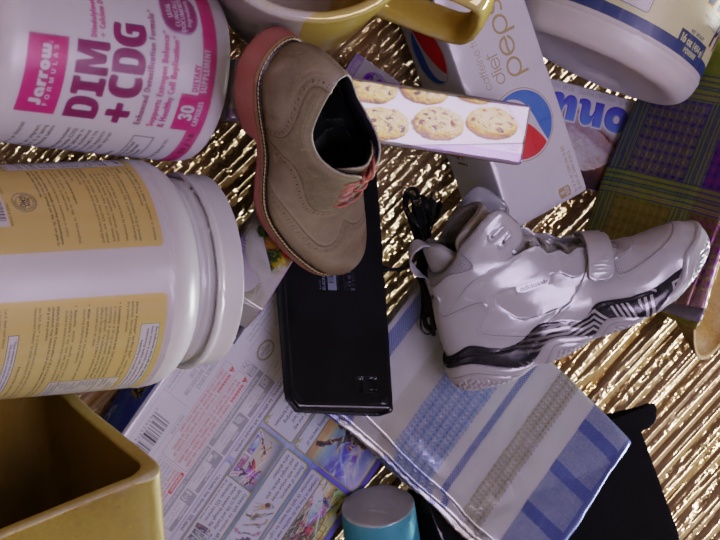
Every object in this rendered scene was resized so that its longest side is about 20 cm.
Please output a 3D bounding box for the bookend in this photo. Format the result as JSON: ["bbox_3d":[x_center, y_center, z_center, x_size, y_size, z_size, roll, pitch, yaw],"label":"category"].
[{"bbox_3d":[0.143,0.223,1.679,0.199,0.092,0.200,-20,89,-25],"label":"bookend"}]

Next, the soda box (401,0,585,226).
[{"bbox_3d":[0.085,-0.133,1.600,0.068,0.064,0.201,-28,111,-21],"label":"soda box"}]

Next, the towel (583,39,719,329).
[{"bbox_3d":[0.225,-0.066,1.646,0.023,0.143,0.201,22,87,-35],"label":"towel"}]

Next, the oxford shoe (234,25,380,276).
[{"bbox_3d":[-0.022,-0.059,1.451,0.070,0.075,0.200,-48,145,-23],"label":"oxford shoe"}]

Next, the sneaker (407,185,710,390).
[{"bbox_3d":[0.130,-0.010,1.563,0.199,0.075,0.115,-27,110,0],"label":"sneaker"}]

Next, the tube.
[{"bbox_3d":[0.022,0.246,1.644,0.050,0.077,0.201,-45,136,-48],"label":"tube"}]

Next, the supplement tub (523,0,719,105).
[{"bbox_3d":[0.202,-0.232,1.627,0.145,0.145,0.201,27,87,-31],"label":"supplement tub"}]

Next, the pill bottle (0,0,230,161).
[{"bbox_3d":[-0.191,-0.132,1.443,0.199,0.113,0.114,5,97,-30],"label":"pill bottle"}]

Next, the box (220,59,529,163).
[{"bbox_3d":[0.010,-0.103,1.524,0.199,0.039,0.042,9,92,-12],"label":"box"}]

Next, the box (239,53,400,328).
[{"bbox_3d":[-0.039,-0.054,1.551,0.039,0.041,0.200,34,63,-7],"label":"box"}]

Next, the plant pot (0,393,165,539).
[{"bbox_3d":[-0.232,0.206,1.451,0.194,0.195,0.201,-21,118,-25],"label":"plant pot"}]

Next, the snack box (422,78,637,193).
[{"bbox_3d":[0.130,-0.102,1.681,0.199,0.024,0.072,12,93,-30],"label":"snack box"}]

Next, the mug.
[{"bbox_3d":[-0.026,-0.192,1.479,0.149,0.153,0.187,-35,84,-13],"label":"mug"}]

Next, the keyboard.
[{"bbox_3d":[0.000,0.000,1.583,0.126,0.021,0.201,3,73,-22],"label":"keyboard"}]

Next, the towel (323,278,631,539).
[{"bbox_3d":[0.081,0.106,1.614,0.200,0.024,0.147,42,63,-10],"label":"towel"}]

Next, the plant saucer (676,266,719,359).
[{"bbox_3d":[0.268,-0.034,1.719,0.200,0.035,0.201,-53,155,-39],"label":"plant saucer"}]

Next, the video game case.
[{"bbox_3d":[-0.075,0.110,1.594,0.181,0.045,0.200,41,78,-29],"label":"video game case"}]

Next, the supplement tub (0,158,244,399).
[{"bbox_3d":[-0.187,0.005,1.454,0.199,0.145,0.146,-3,101,-29],"label":"supplement tub"}]
